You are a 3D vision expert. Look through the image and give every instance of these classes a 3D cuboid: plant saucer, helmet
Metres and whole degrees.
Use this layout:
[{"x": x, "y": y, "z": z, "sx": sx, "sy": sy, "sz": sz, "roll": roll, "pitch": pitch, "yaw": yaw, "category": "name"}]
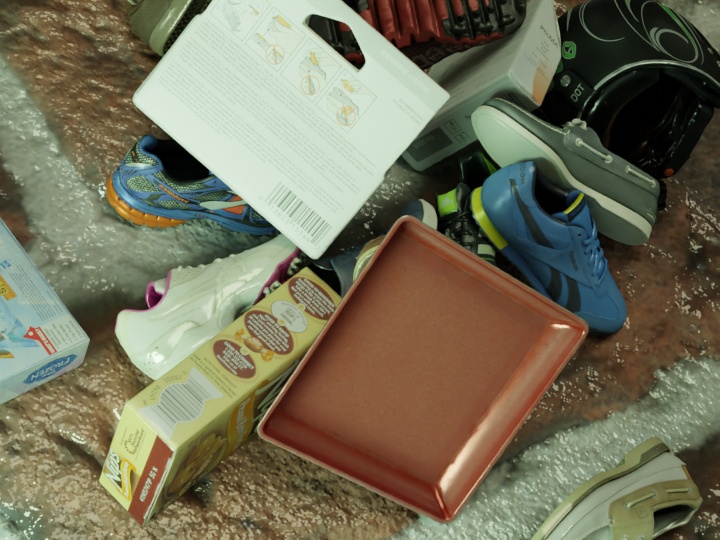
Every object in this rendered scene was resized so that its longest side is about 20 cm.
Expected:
[{"x": 0.046, "y": 0.075, "z": 1.152, "sx": 0.199, "sy": 0.200, "sz": 0.037, "roll": 29, "pitch": 11, "yaw": -29, "category": "plant saucer"}, {"x": 0.253, "y": -0.167, "z": 1.439, "sx": 0.199, "sy": 0.201, "sz": 0.191, "roll": 10, "pitch": 27, "yaw": -14, "category": "helmet"}]

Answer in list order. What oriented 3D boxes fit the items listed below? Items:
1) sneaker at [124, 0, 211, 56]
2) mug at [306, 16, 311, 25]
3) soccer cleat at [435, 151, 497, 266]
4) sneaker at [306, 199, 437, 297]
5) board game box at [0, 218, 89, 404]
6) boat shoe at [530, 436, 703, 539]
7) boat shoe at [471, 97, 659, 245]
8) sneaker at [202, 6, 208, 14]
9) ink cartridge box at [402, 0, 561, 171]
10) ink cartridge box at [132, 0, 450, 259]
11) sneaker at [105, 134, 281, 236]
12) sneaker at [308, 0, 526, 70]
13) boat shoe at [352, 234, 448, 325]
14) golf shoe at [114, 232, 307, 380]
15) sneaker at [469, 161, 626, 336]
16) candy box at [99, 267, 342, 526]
[{"x": -0.148, "y": -0.293, "z": 1.376, "sx": 0.076, "sy": 0.200, "sz": 0.070, "roll": 45, "pitch": 18, "yaw": 16, "category": "sneaker"}, {"x": -0.065, "y": -0.306, "z": 1.467, "sx": 0.152, "sy": 0.150, "sz": 0.187, "roll": 27, "pitch": 22, "yaw": 11, "category": "mug"}, {"x": 0.089, "y": -0.023, "z": 1.329, "sx": 0.081, "sy": 0.067, "sz": 0.201, "roll": 53, "pitch": 37, "yaw": -28, "category": "soccer cleat"}, {"x": 0.000, "y": 0.000, "z": 1.281, "sx": 0.084, "sy": 0.075, "sz": 0.201, "roll": 30, "pitch": 49, "yaw": -4, "category": "sneaker"}, {"x": -0.344, "y": 0.028, "z": 1.144, "sx": 0.199, "sy": 0.041, "sz": 0.200, "roll": -26, "pitch": 67, "yaw": -35, "category": "board game box"}, {"x": 0.203, "y": 0.203, "z": 1.206, "sx": 0.199, "sy": 0.075, "sz": 0.068, "roll": -29, "pitch": 63, "yaw": -37, "category": "boat shoe"}, {"x": 0.185, "y": -0.099, "z": 1.334, "sx": 0.199, "sy": 0.073, "sz": 0.062, "roll": 34, "pitch": 71, "yaw": -16, "category": "boat shoe"}, {"x": -0.065, "y": -0.143, "z": 1.267, "sx": 0.200, "sy": 0.088, "sz": 0.076, "roll": 40, "pitch": 44, "yaw": -5, "category": "sneaker"}, {"x": 0.126, "y": -0.196, "z": 1.428, "sx": 0.050, "sy": 0.162, "sz": 0.200, "roll": 47, "pitch": 46, "yaw": -17, "category": "ink cartridge box"}, {"x": -0.054, "y": -0.140, "z": 1.214, "sx": 0.200, "sy": 0.176, "sz": 0.045, "roll": 41, "pitch": 15, "yaw": -2, "category": "ink cartridge box"}, {"x": -0.115, "y": -0.079, "z": 1.294, "sx": 0.199, "sy": 0.079, "sz": 0.076, "roll": -3, "pitch": 56, "yaw": -24, "category": "sneaker"}, {"x": 0.054, "y": -0.220, "z": 1.385, "sx": 0.199, "sy": 0.098, "sz": 0.071, "roll": -10, "pitch": 71, "yaw": 4, "category": "sneaker"}, {"x": 0.044, "y": 0.046, "z": 1.211, "sx": 0.072, "sy": 0.201, "sz": 0.068, "roll": -20, "pitch": 37, "yaw": 11, "category": "boat shoe"}, {"x": -0.117, "y": 0.016, "z": 1.225, "sx": 0.091, "sy": 0.076, "sz": 0.200, "roll": 35, "pitch": 48, "yaw": 11, "category": "golf shoe"}, {"x": 0.185, "y": -0.018, "z": 1.326, "sx": 0.200, "sy": 0.078, "sz": 0.066, "roll": 44, "pitch": 37, "yaw": -24, "category": "sneaker"}, {"x": -0.101, "y": 0.093, "z": 1.141, "sx": 0.055, "sy": 0.116, "sz": 0.200, "roll": 43, "pitch": 51, "yaw": 12, "category": "candy box"}]
